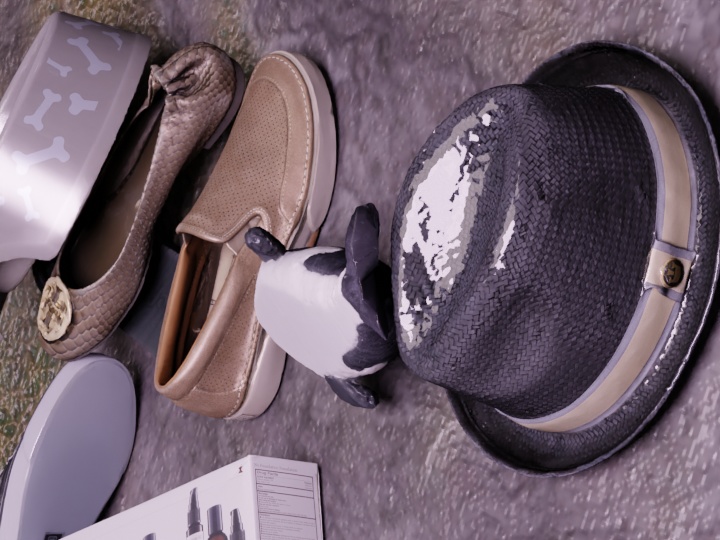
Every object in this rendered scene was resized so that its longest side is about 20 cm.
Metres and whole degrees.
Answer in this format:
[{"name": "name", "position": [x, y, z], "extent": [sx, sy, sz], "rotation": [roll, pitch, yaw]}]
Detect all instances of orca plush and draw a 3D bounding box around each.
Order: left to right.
[{"name": "orca plush", "position": [0.000, 0.000, 1.122], "extent": [0.105, 0.071, 0.200], "rotation": [51, 165, 11]}]

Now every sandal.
[{"name": "sandal", "position": [-0.146, -0.001, 1.342], "extent": [0.200, 0.048, 0.076], "rotation": [20, 95, 53]}]

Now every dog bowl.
[{"name": "dog bowl", "position": [-0.191, -0.060, 1.338], "extent": [0.201, 0.058, 0.200], "rotation": [-58, 14, 24]}]

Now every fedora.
[{"name": "fedora", "position": [0.070, -0.011, 1.034], "extent": [0.200, 0.091, 0.202], "rotation": [-19, 65, 48]}]

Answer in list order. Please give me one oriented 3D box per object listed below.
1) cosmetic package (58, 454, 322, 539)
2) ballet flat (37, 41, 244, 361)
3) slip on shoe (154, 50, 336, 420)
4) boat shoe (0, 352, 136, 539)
[{"name": "cosmetic package", "position": [-0.099, 0.165, 1.235], "extent": [0.200, 0.050, 0.083], "rotation": [-28, 58, 45]}, {"name": "ballet flat", "position": [-0.132, -0.039, 1.284], "extent": [0.067, 0.046, 0.201], "rotation": [44, 107, 40]}, {"name": "slip on shoe", "position": [-0.066, -0.022, 1.237], "extent": [0.076, 0.060, 0.201], "rotation": [15, 92, 52]}, {"name": "boat shoe", "position": [-0.190, 0.137, 1.338], "extent": [0.068, 0.073, 0.201], "rotation": [25, 105, 44]}]
